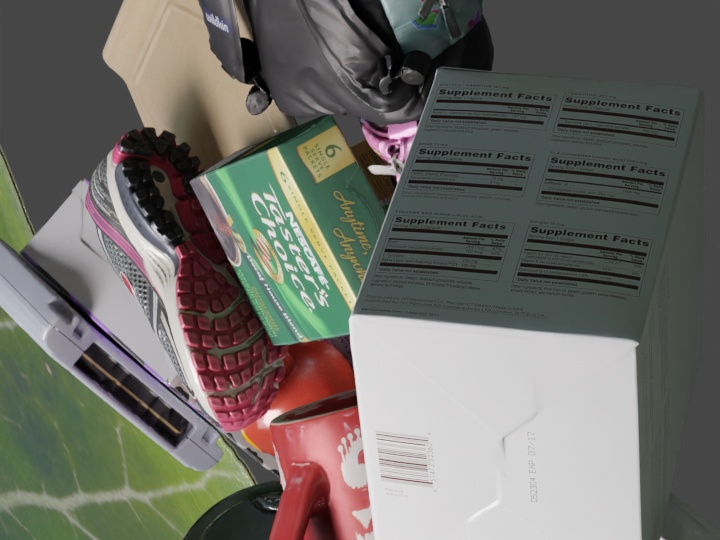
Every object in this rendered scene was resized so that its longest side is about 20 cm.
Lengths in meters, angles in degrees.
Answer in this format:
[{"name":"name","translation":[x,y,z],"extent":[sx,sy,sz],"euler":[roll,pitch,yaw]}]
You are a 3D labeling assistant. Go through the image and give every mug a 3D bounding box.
[{"name":"mug","translation":[0.017,0.175,1.656],"extent":[0.133,0.177,0.201],"euler":[-14,93,19]}]

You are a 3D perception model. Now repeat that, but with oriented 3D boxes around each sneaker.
[{"name":"sneaker","translation":[-0.111,0.010,1.776],"extent":[0.075,0.080,0.201],"euler":[-41,66,47]}]

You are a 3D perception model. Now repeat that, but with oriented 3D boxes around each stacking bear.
[{"name":"stacking bear","translation":[-0.006,0.138,1.803],"extent":[0.201,0.113,0.121],"euler":[58,-166,1]}]

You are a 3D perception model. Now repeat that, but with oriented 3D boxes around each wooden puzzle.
[{"name":"wooden puzzle","translation":[-0.093,-0.109,1.810],"extent":[0.201,0.037,0.185],"euler":[62,150,19]}]

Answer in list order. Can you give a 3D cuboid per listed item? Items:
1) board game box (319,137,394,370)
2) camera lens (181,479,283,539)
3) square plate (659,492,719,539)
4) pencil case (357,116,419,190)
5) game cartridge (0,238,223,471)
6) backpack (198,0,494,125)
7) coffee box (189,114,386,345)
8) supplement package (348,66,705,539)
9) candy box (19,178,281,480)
[{"name":"board game box","translation":[0.000,0.000,1.795],"extent":[0.154,0.040,0.200],"euler":[61,154,-5]},{"name":"camera lens","translation":[-0.043,0.259,1.988],"extent":[0.160,0.160,0.201],"euler":[37,157,37]},{"name":"square plate","translation":[0.157,0.131,1.588],"extent":[0.198,0.029,0.200],"euler":[35,178,38]},{"name":"pencil case","translation":[0.061,-0.020,1.612],"extent":[0.083,0.086,0.201],"euler":[-127,16,-61]},{"name":"game cartridge","translation":[-0.185,0.056,1.929],"extent":[0.200,0.040,0.133],"euler":[45,180,-44]},{"name":"backpack","translation":[-0.014,-0.189,1.527],"extent":[0.166,0.126,0.201],"euler":[2,119,47]},{"name":"coffee box","translation":[-0.035,-0.020,1.656],"extent":[0.124,0.044,0.200],"euler":[63,162,-6]},{"name":"supplement package","translation":[0.092,0.033,1.439],"extent":[0.146,0.201,0.192],"euler":[6,132,13]},{"name":"candy box","translation":[-0.118,0.044,1.921],"extent":[0.168,0.072,0.200],"euler":[39,176,33]}]
